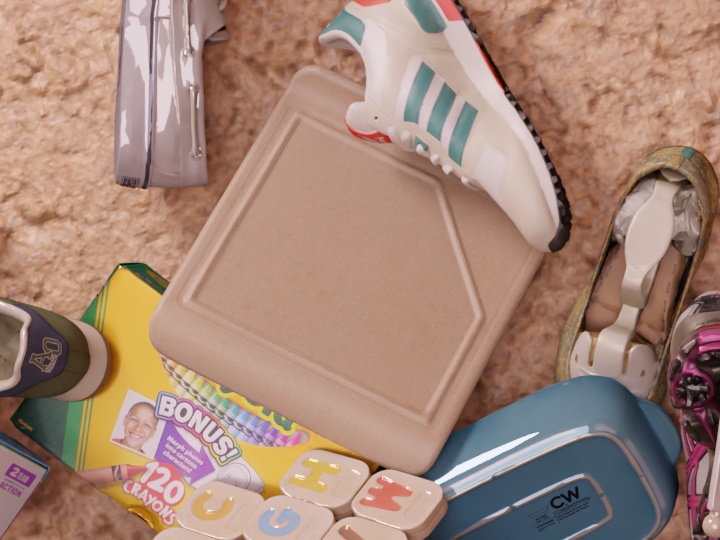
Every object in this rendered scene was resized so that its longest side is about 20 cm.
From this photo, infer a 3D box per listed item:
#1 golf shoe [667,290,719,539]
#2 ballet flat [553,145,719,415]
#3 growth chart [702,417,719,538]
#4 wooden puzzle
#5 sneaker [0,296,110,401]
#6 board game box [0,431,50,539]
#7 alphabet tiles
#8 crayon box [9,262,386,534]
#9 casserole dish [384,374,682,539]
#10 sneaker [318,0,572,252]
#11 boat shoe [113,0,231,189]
[{"bbox_3d":[0.221,0.107,1.565,0.073,0.092,0.200,-5,113,10],"label":"golf shoe"},{"bbox_3d":[0.157,0.022,1.579,0.071,0.071,0.200,19,94,9],"label":"ballet flat"},{"bbox_3d":[0.262,0.095,1.520,0.018,0.200,0.145,12,88,49],"label":"growth chart"},{"bbox_3d":[0.000,0.000,1.597,0.185,0.037,0.200,26,72,8],"label":"wooden puzzle"},{"bbox_3d":[-0.252,0.036,1.590,0.200,0.090,0.067,8,86,21],"label":"sneaker"},{"bbox_3d":[-0.287,0.162,1.556,0.040,0.153,0.200,33,86,37],"label":"board game box"},{"bbox_3d":[-0.040,0.176,1.500,0.195,0.200,0.015,14,137,31],"label":"alphabet tiles"},{"bbox_3d":[-0.092,0.100,1.625,0.200,0.058,0.119,36,96,7],"label":"crayon box"},{"bbox_3d":[0.095,0.141,1.577,0.200,0.039,0.121,-27,119,9],"label":"casserole dish"},{"bbox_3d":[0.047,-0.082,1.580,0.093,0.070,0.200,-30,73,4],"label":"sneaker"},{"bbox_3d":[-0.109,-0.147,1.620,0.066,0.072,0.200,4,84,-9],"label":"boat shoe"}]
